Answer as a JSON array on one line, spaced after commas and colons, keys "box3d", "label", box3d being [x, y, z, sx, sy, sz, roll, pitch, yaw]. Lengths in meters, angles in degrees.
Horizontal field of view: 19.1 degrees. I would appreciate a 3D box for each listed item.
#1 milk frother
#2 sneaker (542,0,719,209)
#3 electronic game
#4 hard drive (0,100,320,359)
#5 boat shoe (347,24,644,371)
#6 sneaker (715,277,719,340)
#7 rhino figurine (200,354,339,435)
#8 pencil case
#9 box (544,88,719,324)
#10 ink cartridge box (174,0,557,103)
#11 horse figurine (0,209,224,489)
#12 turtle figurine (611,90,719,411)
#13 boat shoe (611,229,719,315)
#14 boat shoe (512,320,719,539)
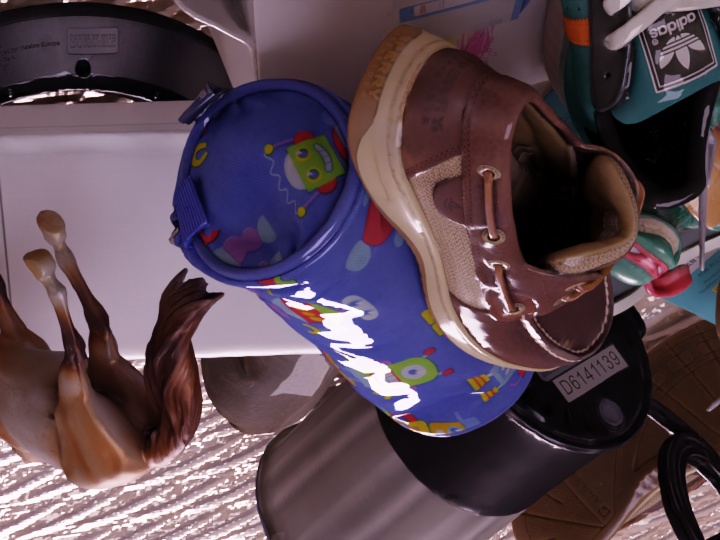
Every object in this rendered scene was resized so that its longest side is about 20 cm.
[{"box3d": [0.082, 0.115, 1.064, 0.180, 0.201, 0.188, -4, 151, -39], "label": "milk frother"}, {"box3d": [0.099, -0.103, 0.726, 0.071, 0.080, 0.201, -21, 142, -5], "label": "sneaker"}, {"box3d": [-0.128, -0.033, 0.923, 0.198, 0.042, 0.201, -9, 137, -8], "label": "electronic game"}, {"box3d": [-0.066, -0.015, 0.894, 0.198, 0.027, 0.132, -2, 135, -6], "label": "hard drive"}, {"box3d": [0.063, -0.014, 0.752, 0.072, 0.072, 0.200, -64, 149, -20], "label": "boat shoe"}, {"box3d": [0.247, -0.037, 1.029, 0.067, 0.090, 0.201, 16, 101, -44], "label": "sneaker"}, {"box3d": [-0.007, -0.002, 0.988, 0.060, 0.088, 0.200, 22, 122, -44], "label": "rhino figurine"}, {"box3d": [0.000, 0.000, 0.807, 0.086, 0.079, 0.200, -18, 153, 18], "label": "pencil case"}, {"box3d": [0.156, -0.035, 1.072, 0.199, 0.049, 0.082, 23, 122, -44], "label": "box"}, {"box3d": [0.010, -0.145, 0.802, 0.199, 0.129, 0.126, -16, 142, -10], "label": "ink cartridge box"}, {"box3d": [-0.118, 0.037, 0.826, 0.050, 0.199, 0.133, -38, 118, -31], "label": "horse figurine"}, {"box3d": [0.155, -0.054, 0.880, 0.150, 0.100, 0.201, 36, 84, -44], "label": "turtle figurine"}, {"box3d": [0.124, -0.032, 0.968, 0.199, 0.073, 0.062, -23, 126, -12], "label": "boat shoe"}, {"box3d": [0.174, 0.094, 1.217, 0.200, 0.072, 0.072, -46, 163, 16], "label": "boat shoe"}]
